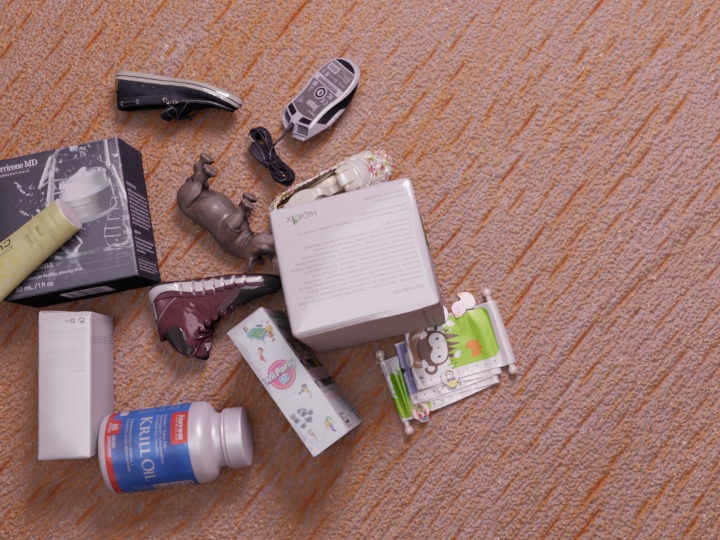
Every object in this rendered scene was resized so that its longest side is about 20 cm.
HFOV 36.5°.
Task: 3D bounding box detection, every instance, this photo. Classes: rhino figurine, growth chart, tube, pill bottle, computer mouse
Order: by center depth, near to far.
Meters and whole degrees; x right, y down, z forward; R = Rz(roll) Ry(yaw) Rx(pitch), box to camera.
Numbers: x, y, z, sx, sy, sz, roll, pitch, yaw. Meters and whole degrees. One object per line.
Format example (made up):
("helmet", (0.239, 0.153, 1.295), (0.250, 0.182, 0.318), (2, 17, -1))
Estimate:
("tube", (-0.464, -0.015, 1.469), (0.199, 0.052, 0.058), (-38, 42, 7))
("pill bottle", (-0.254, 0.242, 1.515), (0.197, 0.112, 0.114), (-9, 84, 4))
("growth chart", (0.121, 0.122, 1.541), (0.198, 0.018, 0.146), (-28, 83, 1))
("rhino figurine", (-0.182, -0.070, 1.561), (0.200, 0.060, 0.088), (43, 110, 6))
("computer mouse", (-0.071, -0.219, 1.569), (0.200, 0.044, 0.110), (-44, 57, -1))

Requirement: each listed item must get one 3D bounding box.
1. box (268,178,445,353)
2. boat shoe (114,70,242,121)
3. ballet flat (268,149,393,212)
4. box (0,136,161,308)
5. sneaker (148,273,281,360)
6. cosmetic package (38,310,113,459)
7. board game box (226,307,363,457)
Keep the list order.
("box", (0.000, 0.000, 1.466), (0.197, 0.199, 0.174), (-13, 79, 4))
("boat shoe", (-0.265, -0.246, 1.581), (0.197, 0.075, 0.063), (9, 91, 11))
("ballet flat", (-0.041, -0.112, 1.552), (0.198, 0.064, 0.076), (-30, 82, 1))
("box", (-0.405, -0.065, 1.552), (0.197, 0.124, 0.200), (-11, 82, 4))
("sneaker", (-0.201, 0.067, 1.553), (0.197, 0.076, 0.117), (-6, 89, 15))
("cosmetic package", (-0.398, 0.162, 1.536), (0.080, 0.113, 0.203), (0, 83, 4))
("board game box", (-0.086, 0.149, 1.492), (0.064, 0.148, 0.201), (-36, 83, 3))
